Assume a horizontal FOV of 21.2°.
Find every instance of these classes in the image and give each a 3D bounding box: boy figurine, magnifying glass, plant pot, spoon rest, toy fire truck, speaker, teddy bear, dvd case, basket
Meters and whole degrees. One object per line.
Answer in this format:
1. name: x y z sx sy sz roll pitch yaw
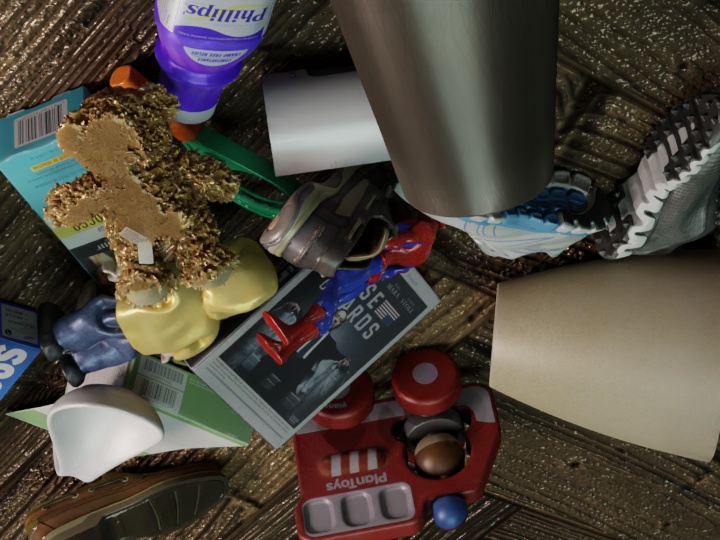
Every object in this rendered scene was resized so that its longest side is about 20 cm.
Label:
1. boy figurine: -0.164 0.027 1.564 0.199 0.065 0.125 -23 136 13
2. magnifying glass: -0.118 -0.098 1.517 0.079 0.023 0.200 0 151 48
3. plant pot: 0.216 0.067 1.699 0.198 0.188 0.188 4 141 4
4. spoon rest: -0.229 0.143 1.660 0.099 0.061 0.200 14 161 -16
5. toy fire truck: 0.033 0.175 1.780 0.198 0.169 0.112 -8 141 -1
6. speaker: 0.023 -0.124 1.486 0.198 0.082 0.081 -8 141 -1
7. teddy bear: -0.162 -0.056 1.457 0.144 0.067 0.200 -26 123 20
8. dvd case: -0.039 0.050 1.664 0.200 0.025 0.150 -42 137 0
9. basket: 0.068 -0.151 1.364 0.179 0.136 0.201 -14 118 -6

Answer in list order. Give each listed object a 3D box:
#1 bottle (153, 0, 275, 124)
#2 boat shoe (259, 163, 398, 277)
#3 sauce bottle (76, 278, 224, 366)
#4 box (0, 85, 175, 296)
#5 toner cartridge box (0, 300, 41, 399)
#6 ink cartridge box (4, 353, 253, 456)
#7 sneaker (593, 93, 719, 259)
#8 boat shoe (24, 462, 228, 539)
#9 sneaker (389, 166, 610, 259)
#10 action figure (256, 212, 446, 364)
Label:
1. bottle: -0.107 -0.191 1.390 0.083 0.066 0.201 1 140 -20
2. boat shoe: -0.013 -0.033 1.514 0.073 0.200 0.075 41 115 6
3. sauce bottle: -0.150 0.052 1.676 0.199 0.066 0.066 14 135 -29
4. box: -0.209 -0.056 1.544 0.082 0.049 0.200 -20 140 13
5. toner cartridge box: -0.367 0.097 1.702 0.095 0.043 0.200 19 133 -29
6. ink cartridge box: -0.209 0.125 1.755 0.145 0.048 0.199 26 158 -36
7. sneaker: 0.276 -0.077 1.612 0.090 0.067 0.200 6 142 -23
8. boat shoe: -0.228 0.221 1.865 0.199 0.068 0.072 -18 135 -23
9. sneaker: 0.106 -0.045 1.609 0.199 0.075 0.087 13 141 -25
10. action figure: 0.000 0.000 1.595 0.199 0.052 0.066 -33 158 -25
